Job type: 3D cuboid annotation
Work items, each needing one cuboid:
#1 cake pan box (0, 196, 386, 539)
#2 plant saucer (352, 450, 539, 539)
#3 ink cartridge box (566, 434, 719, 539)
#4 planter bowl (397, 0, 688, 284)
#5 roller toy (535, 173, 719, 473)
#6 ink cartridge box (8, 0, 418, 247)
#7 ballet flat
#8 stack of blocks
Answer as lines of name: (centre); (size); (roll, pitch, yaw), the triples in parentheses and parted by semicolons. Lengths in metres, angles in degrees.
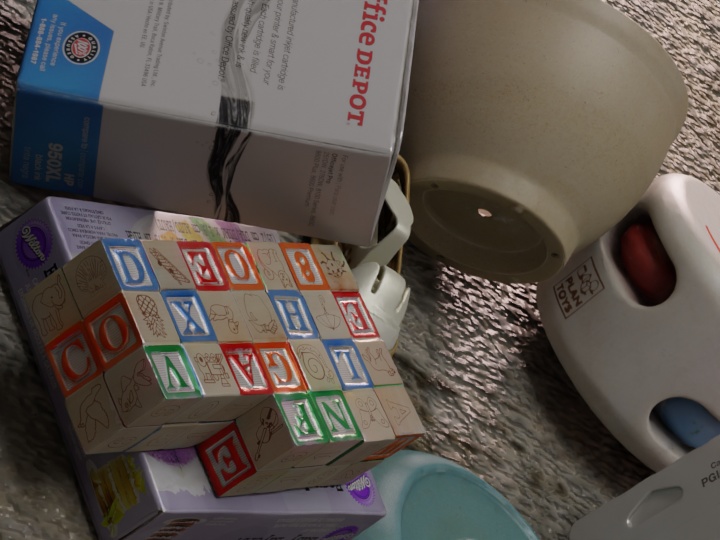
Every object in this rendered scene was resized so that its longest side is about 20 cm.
cake pan box: (-0.085, 0.058, 1.402); (0.200, 0.052, 0.185); (9, 55, -53)
plant saucer: (0.066, 0.186, 1.522); (0.200, 0.027, 0.200); (38, 33, -30)
ink cartridge box: (0.247, 0.194, 1.662); (0.200, 0.146, 0.083); (27, 39, -40)
planter bowl: (0.094, -0.078, 1.692); (0.200, 0.200, 0.135); (38, 59, -29)
roller toy: (0.209, 0.040, 1.771); (0.200, 0.140, 0.182); (53, 18, 4)
ink cartridge box: (-0.076, -0.106, 1.427); (0.199, 0.084, 0.145); (11, 50, -3)
ballet flat: (0.000, 0.000, 1.576); (0.069, 0.063, 0.200); (37, 34, -29)
stack of blocks: (-0.064, 0.049, 1.331); (0.200, 0.059, 0.115); (2, 59, -55)
